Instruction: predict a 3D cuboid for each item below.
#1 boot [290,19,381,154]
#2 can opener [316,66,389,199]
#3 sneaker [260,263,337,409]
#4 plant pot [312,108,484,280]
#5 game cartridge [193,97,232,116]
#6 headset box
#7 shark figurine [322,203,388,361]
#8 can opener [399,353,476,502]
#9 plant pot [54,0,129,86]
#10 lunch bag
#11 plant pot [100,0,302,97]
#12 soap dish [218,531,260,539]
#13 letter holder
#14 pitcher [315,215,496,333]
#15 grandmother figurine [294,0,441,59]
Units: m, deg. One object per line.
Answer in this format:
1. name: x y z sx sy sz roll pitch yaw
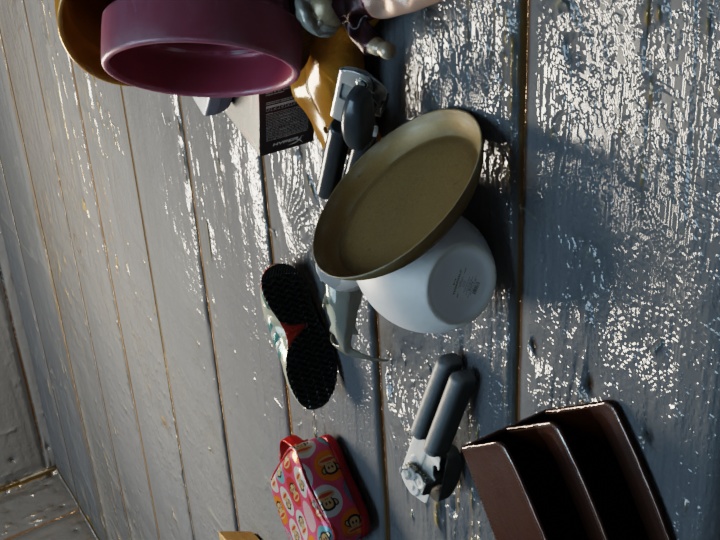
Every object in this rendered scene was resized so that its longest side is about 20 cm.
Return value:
1. boot: -0.007 -0.195 1.377 0.201 0.071 0.144 -5 115 61
2. can opener: -0.016 -0.125 1.357 0.053 0.067 0.200 26 144 8
3. sneaker: -0.083 0.081 1.762 0.093 0.070 0.200 -140 31 -79
4. plant pot: 0.039 -0.066 1.242 0.027 0.200 0.200 43 170 -29
5. game cartridge: -0.179 -0.280 1.517 0.200 0.040 0.133 100 149 -49
6. headset box: -0.116 -0.258 1.531 0.149 0.075 0.200 52 151 39
7. shark figurine: 0.000 0.021 1.510 0.128 0.089 0.215 -73 -19 -71
8. can opener: 0.087 0.174 1.462 0.053 0.066 0.200 48 140 37
9. plant pot: -0.299 -0.371 1.725 0.183 0.200 0.200 -112 18 -46
10. lunch bag: -0.067 0.314 1.871 0.176 0.082 0.200 64 157 15
11. plant pot: -0.154 -0.283 1.331 0.200 0.200 0.180 163 111 -67
12. soap dish: -0.172 0.547 2.288 0.200 0.081 0.158 29 134 56
13. letter holder: 0.197 0.231 1.208 0.142 0.100 0.200 -25 86 65
14. pitcher: 0.051 -0.035 1.314 0.200 0.121 0.172 26 103 56
15. grandmother figurine: 0.013 -0.251 1.214 0.200 0.060 0.122 -5 85 48
